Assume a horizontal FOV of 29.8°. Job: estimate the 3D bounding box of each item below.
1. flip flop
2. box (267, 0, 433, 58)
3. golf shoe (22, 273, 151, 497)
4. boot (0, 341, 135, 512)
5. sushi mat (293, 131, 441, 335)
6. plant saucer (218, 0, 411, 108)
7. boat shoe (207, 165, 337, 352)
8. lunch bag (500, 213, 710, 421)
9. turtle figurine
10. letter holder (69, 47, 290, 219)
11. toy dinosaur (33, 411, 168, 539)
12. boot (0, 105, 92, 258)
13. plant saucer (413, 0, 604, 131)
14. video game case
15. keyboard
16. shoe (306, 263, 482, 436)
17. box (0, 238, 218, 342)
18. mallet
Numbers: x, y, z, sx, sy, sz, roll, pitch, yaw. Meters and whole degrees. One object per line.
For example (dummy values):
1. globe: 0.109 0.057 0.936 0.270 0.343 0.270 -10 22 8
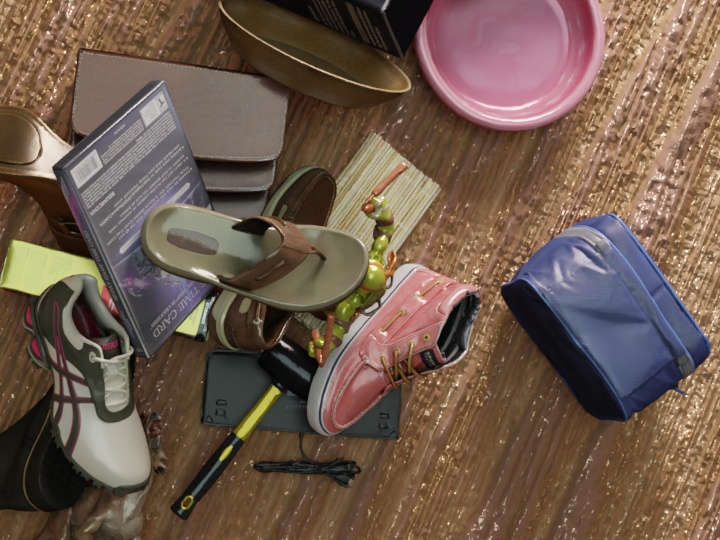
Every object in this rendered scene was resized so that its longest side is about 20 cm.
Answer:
1. flip flop: -0.090 -0.018 1.162 0.199 0.058 0.081 14 72 -8
2. box: -0.008 -0.343 1.297 0.199 0.117 0.197 26 82 17
3. golf shoe: -0.232 0.100 1.183 0.077 0.088 0.201 -18 79 -44
4. boot: -0.303 0.140 1.271 0.078 0.138 0.200 54 39 -29
5. sushi mat: -0.010 -0.034 1.361 0.096 0.012 0.200 37 81 -6
6. plant saucer: -0.049 -0.202 1.289 0.199 0.200 0.036 23 110 -8
7. boat shoe: -0.064 -0.008 1.287 0.075 0.075 0.203 45 64 -45
8. lunch bag: 0.252 0.049 1.339 0.132 0.136 0.200 -37 93 -10
9. turtle figurine: 0.000 0.000 1.271 0.064 0.161 0.201 21 83 -12
10. letter holder: -0.177 -0.121 1.295 0.199 0.101 0.143 7 87 -9
11. toy dinosaur: -0.248 0.224 1.265 0.199 0.086 0.136 -23 54 13
12. boot: -0.287 -0.071 1.252 0.199 0.155 0.074 11 58 1
13. plant saucer: 0.149 -0.240 1.384 0.199 0.051 0.202 1 87 -9
14. video game case: -0.184 -0.045 1.189 0.143 0.019 0.201 -51 135 -41
15. keyboard: -0.058 0.148 1.337 0.199 0.021 0.128 6 79 -9
16. shoe: 0.035 0.082 1.301 0.200 0.091 0.072 -53 135 -21
17. box: -0.238 0.020 1.287 0.199 0.075 0.050 16 84 -10
18. mallet: -0.120 0.147 1.300 0.200 0.041 0.066 -44 91 -11
